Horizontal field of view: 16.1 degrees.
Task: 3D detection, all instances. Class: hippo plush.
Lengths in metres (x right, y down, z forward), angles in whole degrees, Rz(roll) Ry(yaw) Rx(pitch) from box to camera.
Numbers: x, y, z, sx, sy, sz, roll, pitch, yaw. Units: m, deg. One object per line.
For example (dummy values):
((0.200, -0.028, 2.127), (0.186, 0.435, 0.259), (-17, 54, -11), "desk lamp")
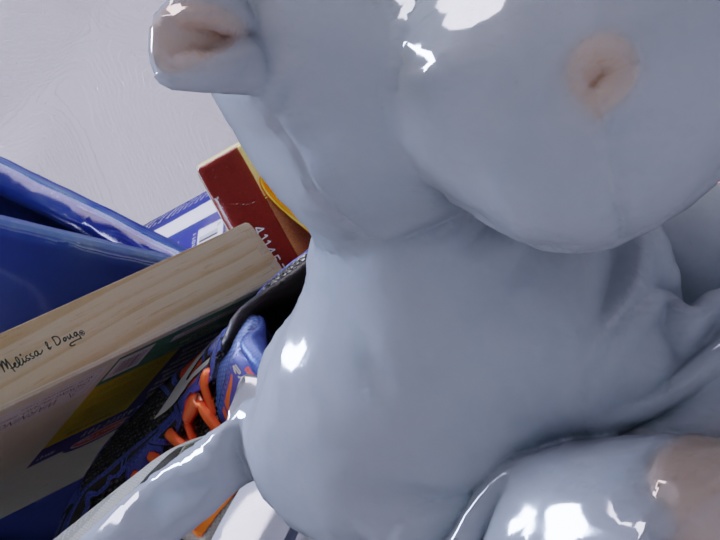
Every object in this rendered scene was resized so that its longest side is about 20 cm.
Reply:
((0.034, -0.021, 0.535), (0.199, 0.162, 0.159), (7, 33, 34), "hippo plush")

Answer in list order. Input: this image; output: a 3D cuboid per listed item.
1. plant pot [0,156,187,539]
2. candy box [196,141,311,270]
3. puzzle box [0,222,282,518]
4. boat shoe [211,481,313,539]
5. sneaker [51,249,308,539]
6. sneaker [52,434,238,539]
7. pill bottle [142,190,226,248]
((-0.196, 0.038, 1.007), (0.199, 0.181, 0.200), (25, 5, 37), "plant pot")
((0.000, 0.000, 0.987), (0.055, 0.116, 0.200), (-28, -2, 5), "candy box")
((-0.127, 0.057, 0.858), (0.200, 0.025, 0.133), (-25, -16, -44), "puzzle box")
((0.020, 0.061, 0.642), (0.066, 0.074, 0.200), (16, 50, 24), "boat shoe")
((-0.035, 0.045, 0.845), (0.200, 0.075, 0.078), (-49, -12, 0), "sneaker")
((-0.063, 0.090, 0.681), (0.200, 0.074, 0.080), (-34, -23, -35), "sneaker")
((-0.073, 0.016, 1.381), (0.200, 0.116, 0.116), (-24, 7, 45), "pill bottle")
